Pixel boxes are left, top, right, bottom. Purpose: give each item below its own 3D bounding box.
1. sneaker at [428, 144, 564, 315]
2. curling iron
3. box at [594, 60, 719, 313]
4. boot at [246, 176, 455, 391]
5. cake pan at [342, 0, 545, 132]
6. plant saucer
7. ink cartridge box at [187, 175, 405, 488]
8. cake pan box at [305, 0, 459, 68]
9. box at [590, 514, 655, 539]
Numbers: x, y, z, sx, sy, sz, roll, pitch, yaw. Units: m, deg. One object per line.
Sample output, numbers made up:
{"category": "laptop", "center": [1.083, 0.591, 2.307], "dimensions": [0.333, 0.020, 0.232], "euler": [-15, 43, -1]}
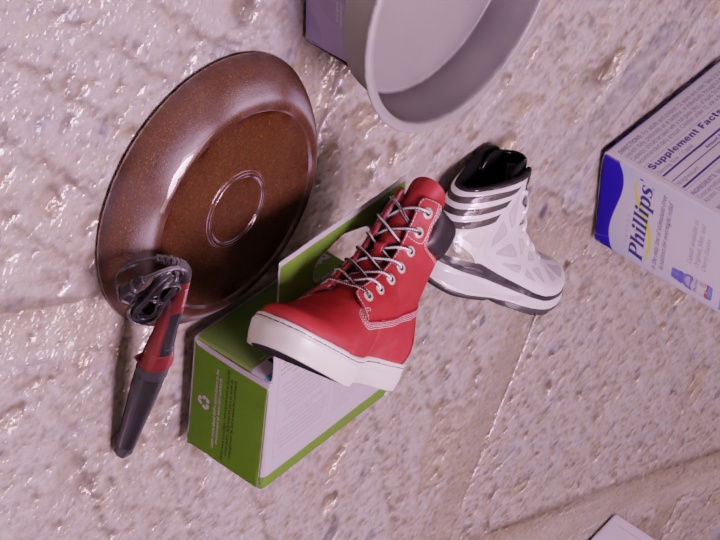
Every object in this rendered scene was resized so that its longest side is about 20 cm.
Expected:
{"category": "sneaker", "center": [0.125, -0.033, 1.701], "dimensions": [0.200, 0.075, 0.116], "euler": [9, 112, -56]}
{"category": "curling iron", "center": [-0.145, 0.058, 1.400], "dimensions": [0.049, 0.026, 0.201], "euler": [-3, 141, -16]}
{"category": "box", "center": [0.339, -0.065, 1.872], "dimensions": [0.184, 0.199, 0.105], "euler": [-37, 146, -33]}
{"category": "boot", "center": [0.000, 0.000, 1.390], "dimensions": [0.145, 0.072, 0.200], "euler": [-67, 160, 5]}
{"category": "cake pan", "center": [0.059, -0.188, 1.394], "dimensions": [0.200, 0.037, 0.201], "euler": [-37, 145, -32]}
{"category": "plant saucer", "center": [-0.091, -0.046, 1.404], "dimensions": [0.200, 0.032, 0.201], "euler": [-38, 145, -34]}
{"category": "ink cartridge box", "center": [-0.044, 0.029, 1.494], "dimensions": [0.148, 0.075, 0.201], "euler": [-35, 143, -41]}
{"category": "cake pan box", "center": [0.041, -0.252, 1.395], "dimensions": [0.200, 0.052, 0.185], "euler": [-37, 142, -34]}
{"category": "box", "center": [0.265, 0.386, 2.229], "dimensions": [0.200, 0.152, 0.107], "euler": [-40, 147, -28]}
